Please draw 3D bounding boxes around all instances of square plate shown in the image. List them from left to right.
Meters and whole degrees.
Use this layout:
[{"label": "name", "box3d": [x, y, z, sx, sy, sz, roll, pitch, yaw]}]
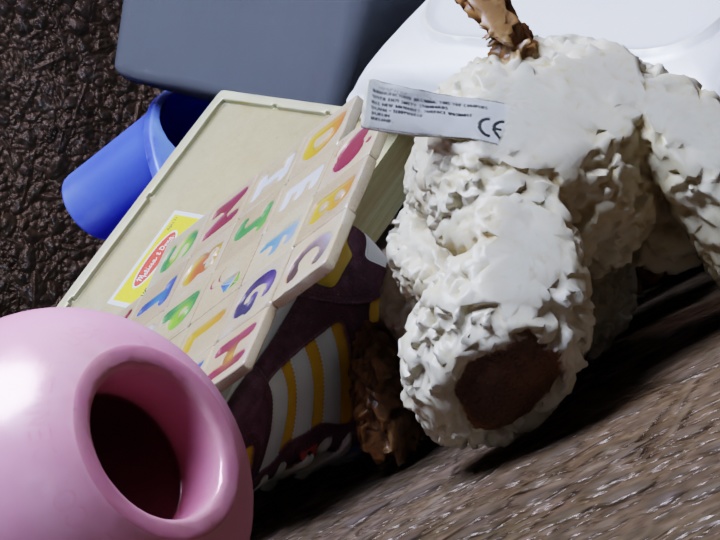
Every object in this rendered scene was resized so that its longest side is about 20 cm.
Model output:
[{"label": "square plate", "box3d": [0.117, -0.130, 1.146, 0.197, 0.029, 0.200, 9, 45, 38]}]

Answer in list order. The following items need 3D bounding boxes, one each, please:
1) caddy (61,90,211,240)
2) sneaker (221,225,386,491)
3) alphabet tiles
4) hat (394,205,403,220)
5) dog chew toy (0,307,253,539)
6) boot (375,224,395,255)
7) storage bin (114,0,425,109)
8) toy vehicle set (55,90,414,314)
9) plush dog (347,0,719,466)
[{"label": "caddy", "box3d": [-0.061, -0.015, 1.381, 0.105, 0.142, 0.200, -33, -30, 23]}, {"label": "sneaker", "box3d": [-0.036, 0.063, 1.056, 0.075, 0.090, 0.201, -21, 33, 53]}, {"label": "alphabet tiles", "box3d": [-0.062, 0.012, 1.057, 0.200, 0.006, 0.167, -35, 21, 39]}, {"label": "hat", "box3d": [0.107, -0.054, 1.264, 0.200, 0.202, 0.081, -24, -37, 23]}, {"label": "dog chew toy", "box3d": [-0.127, 0.094, 0.885, 0.200, 0.125, 0.124, -32, -1, 40]}, {"label": "boot", "box3d": [0.000, 0.000, 1.204, 0.199, 0.071, 0.146, -35, 37, -14]}, {"label": "storage bin", "box3d": [-0.036, -0.143, 1.280, 0.199, 0.135, 0.145, 14, 2, 41]}, {"label": "toy vehicle set", "box3d": [-0.068, 0.006, 1.171, 0.124, 0.027, 0.201, 12, 57, 43]}, {"label": "plush dog", "box3d": [0.061, -0.013, 1.019, 0.199, 0.161, 0.172, -27, -20, -25]}]
